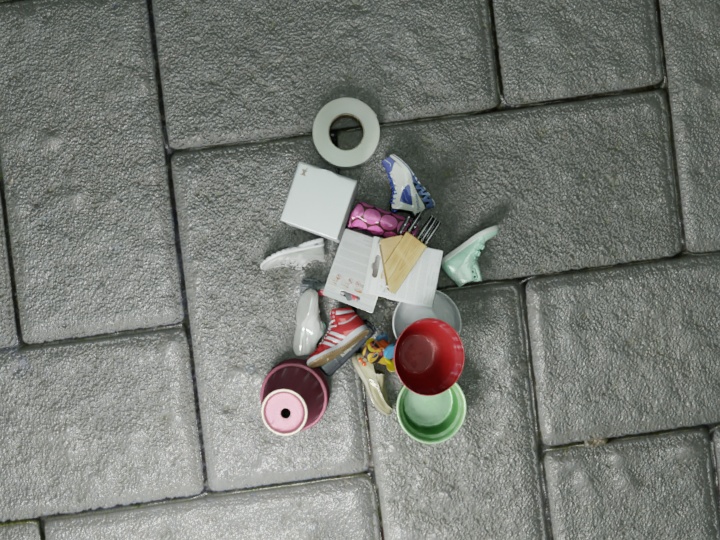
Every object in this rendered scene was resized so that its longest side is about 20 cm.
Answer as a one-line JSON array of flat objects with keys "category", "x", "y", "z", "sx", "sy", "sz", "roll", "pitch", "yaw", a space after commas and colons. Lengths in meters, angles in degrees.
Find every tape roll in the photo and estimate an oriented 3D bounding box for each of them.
[{"category": "tape roll", "x": -0.040, "y": -0.400, "z": 1.643, "sx": 0.200, "sy": 0.037, "sz": 0.206, "roll": 0, "pitch": 90, "yaw": 0}]

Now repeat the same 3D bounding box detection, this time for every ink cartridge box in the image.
[{"category": "ink cartridge box", "x": 0.000, "y": 0.000, "z": 1.595, "sx": 0.158, "sy": 0.047, "sz": 0.202, "roll": 19, "pitch": 89, "yaw": 13}, {"category": "ink cartridge box", "x": 0.118, "y": 0.004, "z": 1.559, "sx": 0.198, "sy": 0.057, "sz": 0.165, "roll": 12, "pitch": 90, "yaw": 2}]

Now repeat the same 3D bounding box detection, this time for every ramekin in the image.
[{"category": "ramekin", "x": 0.197, "y": 0.382, "z": 1.615, "sx": 0.197, "sy": 0.098, "sz": 0.203, "roll": 0, "pitch": 90, "yaw": -1}]

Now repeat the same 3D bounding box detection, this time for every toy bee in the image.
[{"category": "toy bee", "x": 0.045, "y": 0.226, "z": 1.582, "sx": 0.109, "sy": 0.131, "sz": 0.200, "roll": -45, "pitch": 118, "yaw": -1}]

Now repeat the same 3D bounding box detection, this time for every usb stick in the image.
[{"category": "usb stick", "x": -0.040, "y": 0.226, "z": 1.645, "sx": 0.200, "sy": 0.033, "sz": 0.055, "roll": -44, "pitch": 90, "yaw": -1}]

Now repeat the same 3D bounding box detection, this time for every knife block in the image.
[{"category": "knife block", "x": 0.140, "y": -0.051, "z": 1.504, "sx": 0.173, "sy": 0.064, "sz": 0.203, "roll": -10, "pitch": 90, "yaw": -2}]

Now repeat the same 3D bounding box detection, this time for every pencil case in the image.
[{"category": "pencil case", "x": 0.064, "y": -0.126, "z": 1.620, "sx": 0.198, "sy": 0.091, "sz": 0.094, "roll": 21, "pitch": 122, "yaw": -1}]

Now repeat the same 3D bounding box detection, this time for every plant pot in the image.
[{"category": "plant pot", "x": -0.193, "y": 0.363, "z": 1.560, "sx": 0.197, "sy": 0.179, "sz": 0.203, "roll": 0, "pitch": 95, "yaw": 4}]

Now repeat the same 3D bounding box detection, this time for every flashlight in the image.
[{"category": "flashlight", "x": -0.075, "y": 0.069, "z": 1.632, "sx": 0.197, "sy": 0.068, "sz": 0.068, "roll": 3, "pitch": 46, "yaw": 3}]

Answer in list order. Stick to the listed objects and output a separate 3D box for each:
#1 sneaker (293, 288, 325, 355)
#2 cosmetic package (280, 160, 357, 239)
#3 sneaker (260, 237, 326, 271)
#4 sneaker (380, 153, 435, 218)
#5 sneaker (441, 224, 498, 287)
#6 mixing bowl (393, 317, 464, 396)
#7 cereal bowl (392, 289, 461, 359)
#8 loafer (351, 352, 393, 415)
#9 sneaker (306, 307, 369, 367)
[{"category": "sneaker", "x": -0.136, "y": 0.147, "z": 1.621, "sx": 0.088, "sy": 0.075, "sz": 0.202, "roll": 2, "pitch": 110, "yaw": -29}, {"category": "cosmetic package", "x": -0.110, "y": -0.184, "z": 1.561, "sx": 0.166, "sy": 0.200, "sz": 0.168, "roll": 19, "pitch": 90, "yaw": 0}, {"category": "sneaker", "x": -0.192, "y": -0.030, "z": 1.623, "sx": 0.198, "sy": 0.075, "sz": 0.083, "roll": -18, "pitch": 97, "yaw": 3}, {"category": "sneaker", "x": 0.113, "y": -0.229, "z": 1.623, "sx": 0.115, "sy": 0.081, "sz": 0.200, "roll": -40, "pitch": 92, "yaw": -3}, {"category": "sneaker", "x": 0.338, "y": -0.037, "z": 1.627, "sx": 0.200, "sy": 0.074, "sz": 0.119, "roll": -37, "pitch": 84, "yaw": 9}, {"category": "mixing bowl", "x": 0.168, "y": 0.227, "z": 1.517, "sx": 0.198, "sy": 0.108, "sz": 0.203, "roll": 1, "pitch": 87, "yaw": -15}, {"category": "cereal bowl", "x": 0.187, "y": 0.150, "z": 1.622, "sx": 0.197, "sy": 0.083, "sz": 0.203, "roll": 0, "pitch": 91, "yaw": -1}, {"category": "loafer", "x": 0.046, "y": 0.323, "z": 1.625, "sx": 0.068, "sy": 0.076, "sz": 0.201, "roll": -30, "pitch": 90, "yaw": 5}, {"category": "sneaker", "x": -0.085, "y": 0.184, "z": 1.608, "sx": 0.199, "sy": 0.071, "sz": 0.113, "roll": -32, "pitch": 68, "yaw": -7}]
